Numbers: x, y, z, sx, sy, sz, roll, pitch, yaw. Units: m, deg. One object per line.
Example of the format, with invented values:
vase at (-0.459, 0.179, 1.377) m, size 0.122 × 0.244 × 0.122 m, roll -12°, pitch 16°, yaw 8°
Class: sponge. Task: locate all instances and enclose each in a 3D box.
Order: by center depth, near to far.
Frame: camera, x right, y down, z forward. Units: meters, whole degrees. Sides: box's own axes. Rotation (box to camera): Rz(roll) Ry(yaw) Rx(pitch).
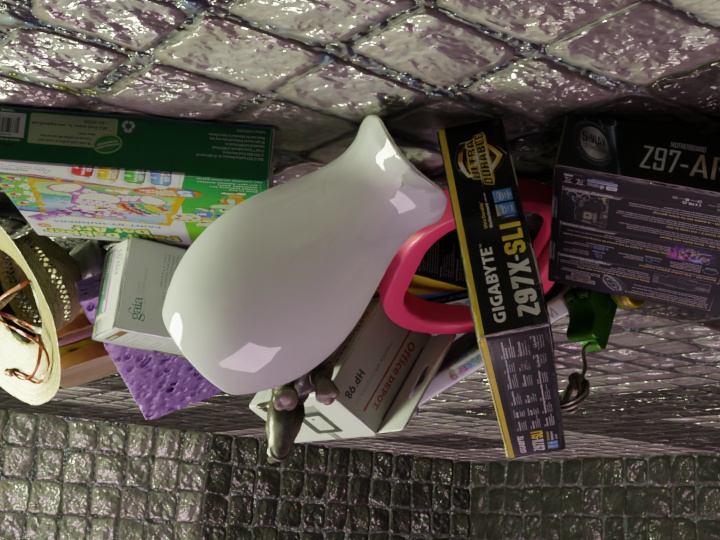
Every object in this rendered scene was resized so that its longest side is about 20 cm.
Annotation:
sponge at (-0.190, 0.064, 1.079) m, size 0.111 × 0.030 × 0.201 m, roll -22°, pitch 140°, yaw -7°

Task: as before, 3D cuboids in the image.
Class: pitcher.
pitcher at (-0.032, -0.008, 0.783) m, size 0.200 × 0.121 × 0.172 m, roll -41°, pitch 171°, yaw 6°

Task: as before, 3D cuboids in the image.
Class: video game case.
video game case at (0.124, 0.061, 1.028) m, size 0.200 × 0.018 × 0.143 m, roll -36°, pitch 180°, yaw 27°

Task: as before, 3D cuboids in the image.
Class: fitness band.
fitness band at (0.092, -0.008, 0.908) m, size 0.143 × 0.038 × 0.200 m, roll 1°, pitch 148°, yaw -14°

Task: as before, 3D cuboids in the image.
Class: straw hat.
straw hat at (-0.307, 0.016, 1.027) m, size 0.200 × 0.202 × 0.085 m, roll -12°, pitch -167°, yaw 47°

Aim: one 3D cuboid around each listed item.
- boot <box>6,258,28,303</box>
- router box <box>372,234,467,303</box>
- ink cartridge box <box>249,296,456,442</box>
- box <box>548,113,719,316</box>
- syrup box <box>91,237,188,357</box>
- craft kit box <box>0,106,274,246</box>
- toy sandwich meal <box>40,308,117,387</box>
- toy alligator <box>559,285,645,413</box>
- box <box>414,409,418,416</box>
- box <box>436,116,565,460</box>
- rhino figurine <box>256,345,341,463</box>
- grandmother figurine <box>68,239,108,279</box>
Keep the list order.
boot at (-0.339, 0.035, 1.232) m, size 0.164 × 0.066 × 0.200 m, roll -11°, pitch 165°, yaw 19°
router box at (0.000, 0.000, 1.041) m, size 0.149 × 0.051 × 0.200 m, roll 15°, pitch 163°, yaw -34°
ink cartridge box at (-0.011, 0.093, 1.043) m, size 0.067 × 0.116 × 0.200 m, roll 41°, pitch 151°, yaw -18°
box at (0.229, -0.027, 0.746) m, size 0.199 × 0.044 × 0.160 m, roll 11°, pitch 154°, yaw 15°
syrup box at (-0.126, 0.036, 0.971) m, size 0.199 × 0.079 × 0.081 m, roll 13°, pitch 164°, yaw -24°
craft kit box at (-0.166, -0.064, 0.844) m, size 0.199 × 0.049 × 0.198 m, roll 4°, pitch 169°, yaw -3°
toy sandwich meal at (-0.267, 0.087, 1.181) m, size 0.204 × 0.071 × 0.205 m, roll -16°, pitch 160°, yaw -6°
toy alligator at (0.181, 0.016, 0.856) m, size 0.059 × 0.200 × 0.054 m, roll -15°, pitch 125°, yaw 48°
box at (-0.014, 0.129, 1.466) m, size 0.183 × 0.106 × 0.200 m, roll 2°, pitch 166°, yaw 5°
box at (0.099, 0.018, 0.763) m, size 0.049 × 0.161 × 0.200 m, roll -10°, pitch 148°, yaw 7°
rhino figurine at (-0.049, 0.078, 0.906) m, size 0.059 × 0.201 × 0.088 m, roll 9°, pitch -153°, yaw -15°
grandmother figurine at (-0.192, 0.005, 1.096) m, size 0.199 × 0.061 × 0.121 m, roll 6°, pitch 153°, yaw -16°
